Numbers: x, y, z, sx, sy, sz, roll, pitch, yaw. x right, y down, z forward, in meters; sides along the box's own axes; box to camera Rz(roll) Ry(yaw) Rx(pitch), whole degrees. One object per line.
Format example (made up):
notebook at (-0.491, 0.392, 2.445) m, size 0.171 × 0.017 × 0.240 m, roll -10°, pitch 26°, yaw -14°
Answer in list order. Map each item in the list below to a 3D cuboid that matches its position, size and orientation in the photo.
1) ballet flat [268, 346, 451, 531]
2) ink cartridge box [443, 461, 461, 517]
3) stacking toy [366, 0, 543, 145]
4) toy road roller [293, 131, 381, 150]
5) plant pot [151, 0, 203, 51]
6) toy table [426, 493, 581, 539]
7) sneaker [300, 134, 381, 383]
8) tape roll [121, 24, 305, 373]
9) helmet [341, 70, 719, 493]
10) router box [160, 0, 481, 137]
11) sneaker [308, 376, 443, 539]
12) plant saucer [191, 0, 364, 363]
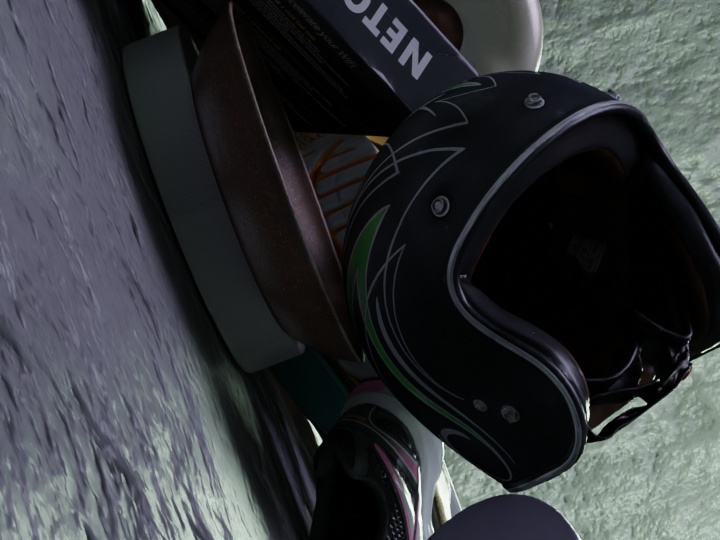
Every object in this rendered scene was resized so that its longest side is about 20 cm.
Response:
ballet flat at (0.011, 0.101, 1.167) m, size 0.201 × 0.070 × 0.071 m, roll 56°, pitch -3°, yaw 20°
ink cartridge box at (0.000, 0.134, 1.319) m, size 0.200 × 0.047 × 0.161 m, roll 8°, pitch -59°, yaw 64°
stacking toy at (0.054, -0.150, 1.257) m, size 0.200 × 0.145 × 0.147 m, roll -18°, pitch 88°, yaw -80°
toy road roller at (-0.006, -0.063, 1.350) m, size 0.123 × 0.200 × 0.147 m, roll 34°, pitch -45°, yaw 26°
plant pot at (-0.120, -0.177, 1.214) m, size 0.201 × 0.027 × 0.200 m, roll 61°, pitch -1°, yaw 1°
toy table at (0.080, 0.229, 0.956) m, size 0.117 × 0.183 × 0.201 m, roll 57°, pitch 46°, yaw -36°
sneaker at (0.000, 0.000, 1.160) m, size 0.077 × 0.078 × 0.201 m, roll 52°, pitch 18°, yaw -51°
tape roll at (-0.082, -0.040, 1.086) m, size 0.203 × 0.037 × 0.204 m, roll -22°, pitch 90°, yaw -88°
helmet at (0.083, -0.003, 0.986) m, size 0.191 × 0.199 × 0.200 m, roll 55°, pitch 2°, yaw 3°
router box at (-0.046, -0.153, 1.057) m, size 0.200 × 0.051 × 0.149 m, roll 43°, pitch -20°, yaw -32°
sneaker at (0.005, 0.167, 1.074) m, size 0.086 × 0.080 × 0.202 m, roll -34°, pitch 116°, yaw -54°
plant saucer at (-0.048, -0.040, 1.003) m, size 0.200 × 0.036 × 0.202 m, roll -21°, pitch 90°, yaw -87°
